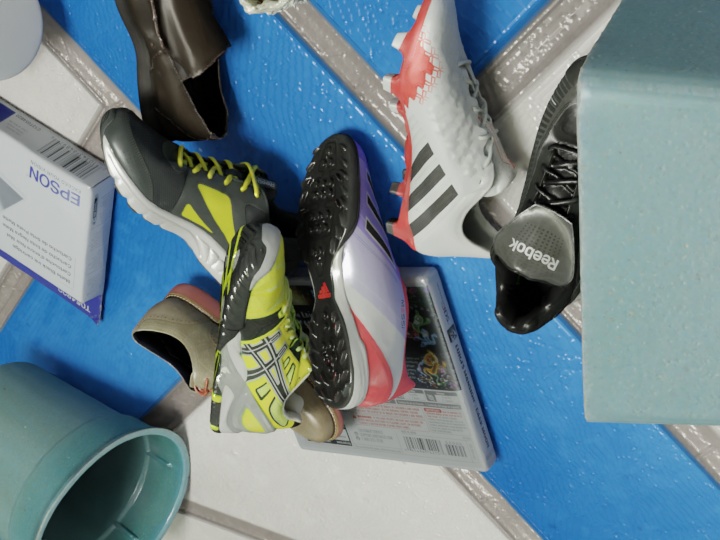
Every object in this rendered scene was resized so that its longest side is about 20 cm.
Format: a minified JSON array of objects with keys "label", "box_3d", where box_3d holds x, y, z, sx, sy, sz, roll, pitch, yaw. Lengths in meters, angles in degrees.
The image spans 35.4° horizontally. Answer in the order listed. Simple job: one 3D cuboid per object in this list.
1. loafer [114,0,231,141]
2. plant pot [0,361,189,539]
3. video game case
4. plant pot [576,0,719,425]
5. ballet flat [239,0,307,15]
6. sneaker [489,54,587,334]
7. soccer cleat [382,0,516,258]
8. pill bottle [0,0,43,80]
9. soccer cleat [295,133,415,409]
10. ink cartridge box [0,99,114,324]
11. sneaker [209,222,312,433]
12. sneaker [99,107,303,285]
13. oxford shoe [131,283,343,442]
[{"label":"loafer","box_3d":[-0.125,-0.177,0.819,0.071,0.073,0.200,19,139,20]},{"label":"plant pot","box_3d":[-0.314,0.201,1.149,0.196,0.200,0.201,29,134,27]},{"label":"video game case","box_3d":[0.002,0.079,0.935,0.200,0.023,0.182,0,120,38]},{"label":"plant pot","box_3d":[0.229,-0.041,0.566,0.200,0.196,0.197,7,124,23]},{"label":"ballet flat","box_3d":[-0.013,-0.217,0.705,0.200,0.072,0.072,-31,99,44]},{"label":"sneaker","box_3d":[0.126,-0.036,0.710,0.066,0.090,0.200,25,132,19]},{"label":"soccer cleat","box_3d":[0.063,-0.090,0.743,0.085,0.069,0.200,15,131,17]},{"label":"pill bottle","box_3d":[-0.358,-0.198,0.930,0.200,0.114,0.114,4,122,41]},{"label":"soccer cleat","box_3d":[0.000,0.000,0.833,0.068,0.073,0.200,-9,84,54]},{"label":"ink cartridge box","box_3d":[-0.324,-0.057,1.067,0.199,0.041,0.200,31,134,16]},{"label":"sneaker","box_3d":[-0.071,0.045,0.859,0.076,0.075,0.200,5,132,-7]},{"label":"sneaker","box_3d":[-0.113,-0.063,0.863,0.085,0.075,0.200,-32,127,18]},{"label":"oxford shoe","box_3d":[-0.106,0.093,0.957,0.200,0.075,0.071,32,136,18]}]
